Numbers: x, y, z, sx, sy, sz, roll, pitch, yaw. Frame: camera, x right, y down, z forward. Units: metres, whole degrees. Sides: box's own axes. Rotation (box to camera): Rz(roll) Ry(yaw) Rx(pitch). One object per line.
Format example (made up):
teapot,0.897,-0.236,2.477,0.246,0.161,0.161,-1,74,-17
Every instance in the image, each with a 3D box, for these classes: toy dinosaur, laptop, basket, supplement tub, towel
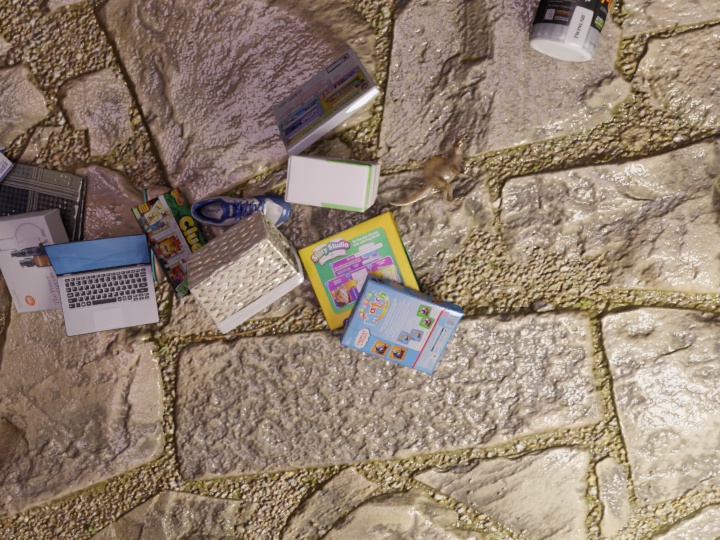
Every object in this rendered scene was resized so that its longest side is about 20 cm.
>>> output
toy dinosaur,0.157,-0.170,1.288,0.101,0.058,0.200,44,93,15
laptop,-0.509,0.032,1.322,0.184,0.116,0.203,-8,101,-16
basket,-0.228,-0.002,1.283,0.199,0.136,0.124,-33,126,5
supplement tub,0.384,-0.487,1.175,0.121,0.123,0.203,17,100,5
towel,-0.680,-0.122,1.410,0.197,0.035,0.196,13,96,8

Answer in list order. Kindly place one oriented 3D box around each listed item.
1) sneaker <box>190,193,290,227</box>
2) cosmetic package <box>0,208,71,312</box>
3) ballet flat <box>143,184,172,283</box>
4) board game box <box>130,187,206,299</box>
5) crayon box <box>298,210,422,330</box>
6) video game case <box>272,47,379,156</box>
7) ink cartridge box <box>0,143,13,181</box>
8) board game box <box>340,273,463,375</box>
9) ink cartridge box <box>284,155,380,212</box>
sneaker,-0.239,-0.113,1.321,0.197,0.088,0.077,-3,95,6
cosmetic package,-0.671,-0.018,1.378,0.148,0.052,0.203,-5,111,17
ballet flat,-0.400,-0.075,1.360,0.066,0.068,0.203,-6,97,-8
board game box,-0.368,-0.055,1.337,0.104,0.023,0.202,-31,103,-27
crayon box,0.000,0.000,1.318,0.198,0.058,0.175,-22,93,9
video game case,-0.070,-0.316,1.241,0.199,0.183,0.022,-34,130,10
ink cartridge box,-0.853,-0.221,1.411,0.200,0.047,0.198,44,99,-1
board game box,0.078,0.107,1.289,0.197,0.037,0.153,19,114,-12
ink cartridge box,-0.046,-0.166,1.232,0.143,0.200,0.085,8,101,6
